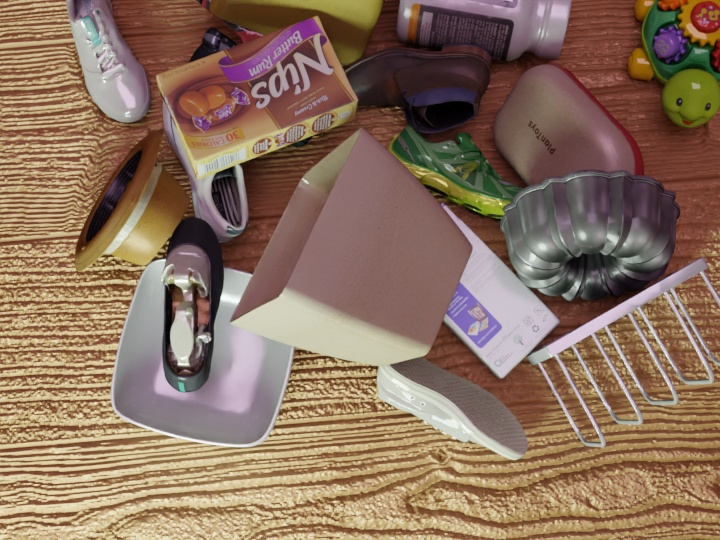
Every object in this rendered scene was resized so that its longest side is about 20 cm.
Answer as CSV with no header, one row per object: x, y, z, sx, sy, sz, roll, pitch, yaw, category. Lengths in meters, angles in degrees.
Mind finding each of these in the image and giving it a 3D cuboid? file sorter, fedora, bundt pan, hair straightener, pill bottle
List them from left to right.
-0.255,-0.068,1.248,0.082,0.200,0.201,33,81,-22,fedora
-0.147,-0.298,1.330,0.199,0.077,0.041,34,106,-7,hair straightener
0.148,-0.317,1.301,0.199,0.116,0.117,11,80,3,pill bottle
0.256,-0.028,1.196,0.201,0.202,0.076,1,62,2,bundt pan
0.312,0.095,1.211,0.199,0.139,0.125,-29,83,-4,file sorter

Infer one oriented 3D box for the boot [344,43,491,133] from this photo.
0.055,-0.211,1.276,0.199,0.075,0.097,-9,44,17,boot

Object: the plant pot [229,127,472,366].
0.000,0.000,1.162,0.177,0.200,0.201,31,70,-14,plant pot

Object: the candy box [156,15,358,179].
-0.115,-0.196,1.219,0.199,0.056,0.117,-22,76,-10,candy box

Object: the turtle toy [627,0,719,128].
0.401,-0.264,1.291,0.145,0.101,0.201,9,80,3,turtle toy

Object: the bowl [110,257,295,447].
-0.175,0.099,1.255,0.199,0.075,0.201,12,79,4,bowl

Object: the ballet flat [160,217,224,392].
-0.190,0.034,1.196,0.073,0.073,0.201,1,79,2,ballet flat

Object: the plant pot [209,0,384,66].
-0.042,-0.391,1.240,0.193,0.200,0.197,18,70,-13,plant pot

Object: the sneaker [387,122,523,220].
0.128,-0.120,1.286,0.199,0.074,0.084,24,85,6,sneaker

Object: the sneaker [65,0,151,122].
-0.321,-0.278,1.320,0.075,0.089,0.201,-25,80,-4,sneaker

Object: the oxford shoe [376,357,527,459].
0.103,0.161,1.249,0.199,0.075,0.058,30,123,-1,oxford shoe

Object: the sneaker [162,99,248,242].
-0.172,-0.134,1.261,0.073,0.071,0.201,-23,98,-37,sneaker

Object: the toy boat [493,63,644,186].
0.259,-0.147,1.271,0.130,0.131,0.200,-3,47,-41,toy boat

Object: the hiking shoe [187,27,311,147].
-0.137,-0.204,1.311,0.200,0.074,0.087,45,101,23,hiking shoe

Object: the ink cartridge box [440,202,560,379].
0.132,0.024,1.279,0.099,0.039,0.200,-42,83,-6,ink cartridge box
